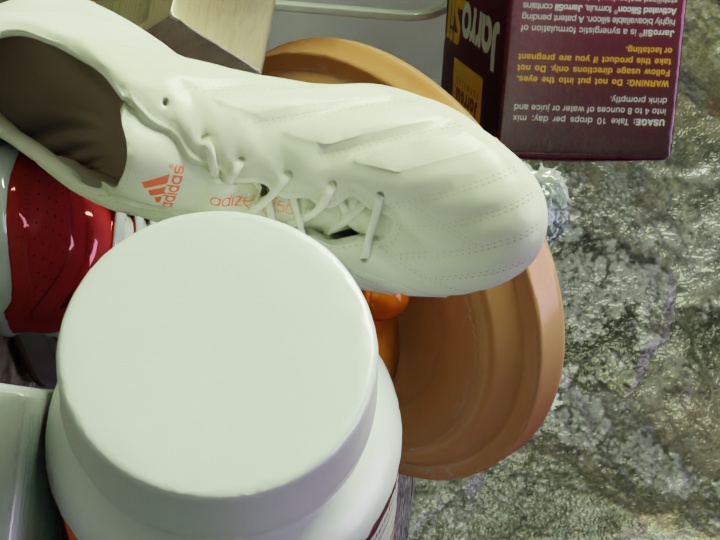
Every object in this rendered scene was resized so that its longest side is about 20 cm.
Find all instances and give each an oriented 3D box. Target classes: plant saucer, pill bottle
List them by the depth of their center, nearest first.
[{"bbox_3d":[-0.044,0.072,0.803,0.200,0.113,0.115,92,6,-61],"label":"pill bottle"},{"bbox_3d":[0.000,0.000,1.039,0.032,0.200,0.201,-31,136,-38],"label":"plant saucer"}]

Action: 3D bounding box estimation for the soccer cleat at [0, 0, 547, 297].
[{"bbox_3d":[-0.040,-0.035,0.777,0.078,0.199,0.070,-42,150,-65],"label":"soccer cleat"}]

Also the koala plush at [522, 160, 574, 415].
[{"bbox_3d":[0.022,0.013,1.398,0.184,0.199,0.178,82,16,-67],"label":"koala plush"}]

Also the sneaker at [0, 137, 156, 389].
[{"bbox_3d":[-0.073,0.004,0.868,0.200,0.112,0.072,71,26,-75],"label":"sneaker"}]

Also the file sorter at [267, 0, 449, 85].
[{"bbox_3d":[-0.014,-0.116,1.244,0.125,0.138,0.201,-68,164,-59],"label":"file sorter"}]

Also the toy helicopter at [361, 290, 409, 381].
[{"bbox_3d":[-0.034,-0.012,0.964,0.200,0.132,0.079,112,0,-66],"label":"toy helicopter"}]

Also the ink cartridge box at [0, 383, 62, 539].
[{"bbox_3d":[-0.128,0.119,0.831,0.200,0.047,0.161,90,5,-86],"label":"ink cartridge box"}]

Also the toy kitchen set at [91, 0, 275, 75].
[{"bbox_3d":[0.011,-0.136,0.925,0.163,0.180,0.201,-26,-136,44],"label":"toy kitchen set"}]

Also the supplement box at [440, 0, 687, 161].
[{"bbox_3d":[0.095,-0.158,1.111,0.110,0.085,0.201,-129,-138,-71],"label":"supplement box"}]
